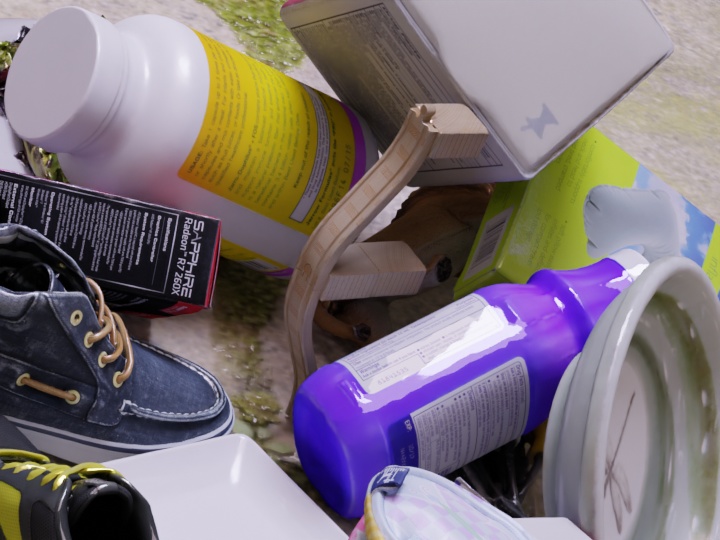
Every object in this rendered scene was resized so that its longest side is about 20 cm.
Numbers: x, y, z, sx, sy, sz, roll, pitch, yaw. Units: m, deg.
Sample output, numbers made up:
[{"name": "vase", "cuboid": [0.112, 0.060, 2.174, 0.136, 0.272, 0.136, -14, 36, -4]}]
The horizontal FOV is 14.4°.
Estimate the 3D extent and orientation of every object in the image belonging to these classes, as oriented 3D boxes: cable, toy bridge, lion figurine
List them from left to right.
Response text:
[{"name": "toy bridge", "cuboid": [0.000, 0.000, 1.416, 0.067, 0.201, 0.027, -4, 39, -36]}, {"name": "lion figurine", "cuboid": [0.028, -0.003, 1.575, 0.122, 0.073, 0.199, 13, 23, 43]}, {"name": "cable", "cuboid": [0.070, 0.103, 1.445, 0.097, 0.051, 0.200, 18, 28, -13]}]

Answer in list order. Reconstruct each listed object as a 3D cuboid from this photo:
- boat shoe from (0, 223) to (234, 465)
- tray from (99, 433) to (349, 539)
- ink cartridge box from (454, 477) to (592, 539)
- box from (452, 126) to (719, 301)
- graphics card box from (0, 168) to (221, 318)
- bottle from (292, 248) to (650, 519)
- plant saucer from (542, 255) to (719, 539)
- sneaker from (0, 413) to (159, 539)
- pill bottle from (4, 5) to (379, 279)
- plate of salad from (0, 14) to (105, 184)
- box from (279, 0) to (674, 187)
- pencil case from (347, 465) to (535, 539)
[{"name": "boat shoe", "cuboid": [-0.135, 0.037, 1.355, 0.199, 0.091, 0.071, 11, 38, -31]}, {"name": "tray", "cuboid": [-0.037, 0.151, 1.319, 0.107, 0.022, 0.200, -8, 41, -44]}, {"name": "ink cartridge box", "cuboid": [0.107, 0.184, 1.285, 0.200, 0.095, 0.037, 38, 37, 27]}, {"name": "box", "cuboid": [0.153, 0.017, 1.540, 0.200, 0.048, 0.122, 36, 54, -18]}, {"name": "graphics card box", "cuboid": [-0.179, -0.020, 1.420, 0.199, 0.051, 0.125, 11, -6, -17]}, {"name": "bottle", "cuboid": [0.062, 0.050, 1.425, 0.199, 0.084, 0.065, -26, 57, -20]}, {"name": "plant saucer", "cuboid": [0.130, 0.092, 1.387, 0.050, 0.202, 0.200, 5, 20, 25]}, {"name": "sneaker", "cuboid": [-0.129, 0.112, 1.255, 0.074, 0.085, 0.200, -3, 37, -39]}, {"name": "pill bottle", "cuboid": [-0.089, -0.071, 1.501, 0.199, 0.104, 0.104, 24, 21, -43]}, {"name": "plate of salad", "cuboid": [-0.145, -0.084, 1.595, 0.199, 0.048, 0.201, 22, 33, -15]}, {"name": "box", "cuboid": [0.057, -0.127, 1.495, 0.128, 0.109, 0.200, 53, -13, -11]}, {"name": "pencil case", "cuboid": [-0.002, 0.175, 1.119, 0.083, 0.201, 0.091, 30, 25, 0]}]
